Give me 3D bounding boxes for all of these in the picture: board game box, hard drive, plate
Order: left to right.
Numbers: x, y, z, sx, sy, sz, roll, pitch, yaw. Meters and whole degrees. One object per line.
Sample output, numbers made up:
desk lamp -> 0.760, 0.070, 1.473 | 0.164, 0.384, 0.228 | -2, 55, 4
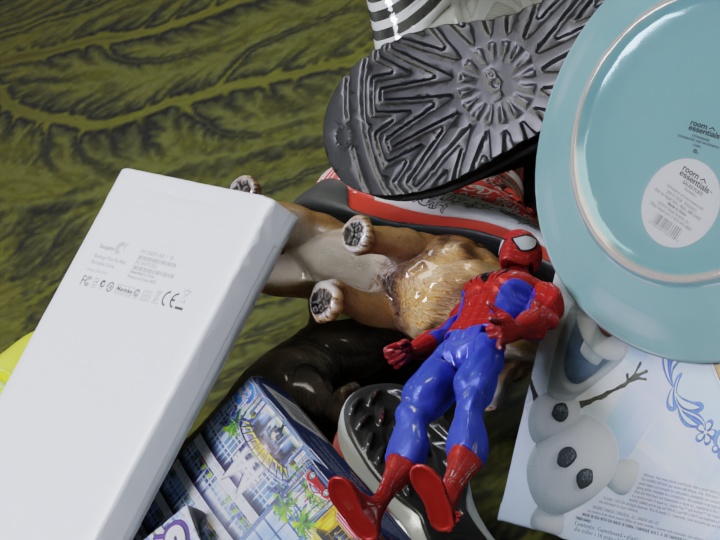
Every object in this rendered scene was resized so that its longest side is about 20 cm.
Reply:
hard drive -> -0.118, 0.050, 1.413 | 0.132, 0.026, 0.200 | 13, 72, 52
board game box -> -0.069, 0.171, 1.344 | 0.200, 0.062, 0.200 | -49, 44, 5
plate -> 0.156, -0.059, 1.333 | 0.200, 0.026, 0.201 | -11, 72, 35
board game box -> 0.172, 0.038, 1.341 | 0.200, 0.043, 0.199 | 12, 89, 39

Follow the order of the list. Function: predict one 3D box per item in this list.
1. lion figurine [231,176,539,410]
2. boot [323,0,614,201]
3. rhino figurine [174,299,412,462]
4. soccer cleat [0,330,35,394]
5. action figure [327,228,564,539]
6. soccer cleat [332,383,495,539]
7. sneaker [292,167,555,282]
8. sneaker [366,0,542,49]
lion figurine -> 0.000, 0.000, 1.471 | 0.200, 0.122, 0.073 | 28, 100, 43
boot -> 0.104, -0.076, 1.488 | 0.211, 0.158, 0.080 | -17, 73, 25
rhino figurine -> -0.032, 0.071, 1.498 | 0.087, 0.060, 0.200 | 7, 43, 35
soccer cleat -> -0.222, 0.094, 1.568 | 0.065, 0.084, 0.200 | 21, 58, 45
action figure -> 0.046, 0.041, 1.329 | 0.065, 0.052, 0.200 | -16, 24, 31
soccer cleat -> 0.033, 0.146, 1.380 | 0.068, 0.073, 0.200 | -5, 49, -22
sneaker -> 0.071, -0.025, 1.539 | 0.201, 0.067, 0.108 | 17, 41, 31
sneaker -> 0.071, -0.153, 1.594 | 0.076, 0.116, 0.200 | -8, 9, 36
